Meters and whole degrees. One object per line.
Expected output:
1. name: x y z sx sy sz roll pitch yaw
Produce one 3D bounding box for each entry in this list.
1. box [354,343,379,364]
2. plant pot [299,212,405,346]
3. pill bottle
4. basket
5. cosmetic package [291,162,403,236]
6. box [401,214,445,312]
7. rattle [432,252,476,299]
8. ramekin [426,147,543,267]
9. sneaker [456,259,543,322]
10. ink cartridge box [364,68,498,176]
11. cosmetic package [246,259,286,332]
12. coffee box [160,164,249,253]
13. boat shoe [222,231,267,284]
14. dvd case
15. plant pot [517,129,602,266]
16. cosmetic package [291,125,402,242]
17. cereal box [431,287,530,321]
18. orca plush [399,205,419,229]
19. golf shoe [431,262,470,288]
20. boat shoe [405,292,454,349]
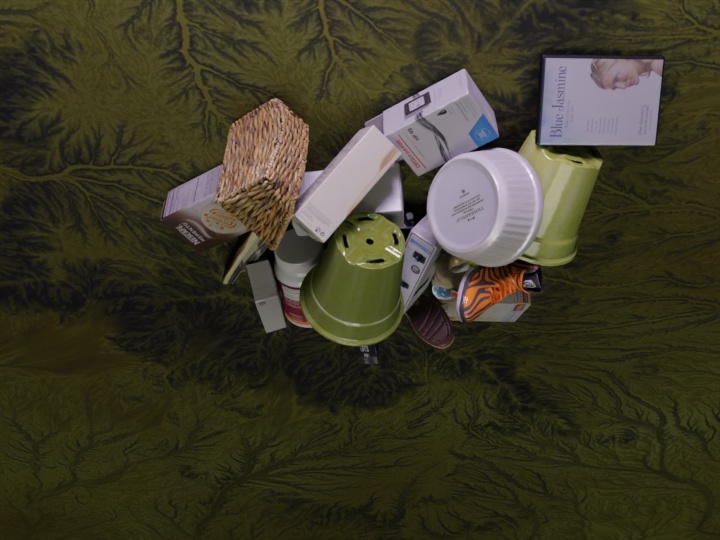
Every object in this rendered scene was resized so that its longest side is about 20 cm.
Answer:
1. box: 0.015 0.063 1.552 0.049 0.201 0.161 -2 141 9
2. plant pot: 0.000 0.000 1.368 0.199 0.201 0.190 6 143 -8
3. pill bottle: -0.114 0.015 1.561 0.114 0.114 0.200 -3 140 3
4. basket: -0.133 -0.165 1.278 0.142 0.201 0.149 -24 134 28
5. cosmetic package: -0.022 -0.128 1.392 0.199 0.102 0.074 -4 159 5
6. box: 0.116 -0.019 1.506 0.060 0.117 0.200 34 136 12
7. rattle: 0.199 0.047 1.458 0.130 0.200 0.143 8 124 6
8. ramekin: 0.199 -0.108 1.290 0.094 0.203 0.202 0 148 -42
9. sneaker: 0.250 0.023 1.336 0.112 0.200 0.078 10 134 36
10. ink cartridge box: 0.118 -0.237 1.300 0.200 0.067 0.116 -24 136 25
11. cosmetic package: -0.191 0.056 1.583 0.050 0.083 0.200 -17 160 -7
12. coffee box: -0.251 -0.123 1.419 0.199 0.080 0.114 -22 135 23
13. boat shoe: -0.219 -0.033 1.534 0.065 0.073 0.200 22 135 -18
14. dvd case: 0.385 -0.274 1.239 0.199 0.018 0.143 0 104 -2
15. plant pot: 0.323 -0.142 1.344 0.200 0.201 0.185 9 128 -12
16. cosmetic package: -0.030 -0.145 1.293 0.071 0.105 0.200 42 86 -13
17. cereal box: 0.254 0.075 1.664 0.199 0.040 0.144 1 161 -4
18. orca plush: 0.015 -0.120 1.463 0.199 0.071 0.105 5 -175 4
19. golf shoe: 0.239 -0.018 1.580 0.199 0.078 0.098 -11 118 8
20. boat shoe: 0.134 0.091 1.611 0.075 0.202 0.075 -39 147 2
